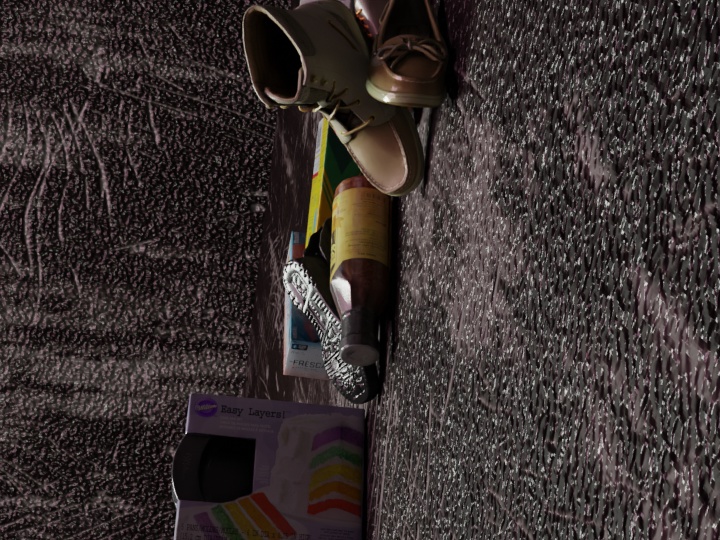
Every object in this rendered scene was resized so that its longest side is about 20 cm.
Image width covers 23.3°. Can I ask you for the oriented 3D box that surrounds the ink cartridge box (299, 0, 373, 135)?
[{"bbox_3d":[-0.013,-0.224,1.771,0.201,0.067,0.117,-82,-31,-48],"label":"ink cartridge box"}]

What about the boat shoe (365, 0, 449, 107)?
[{"bbox_3d":[0.044,-0.202,1.567,0.201,0.072,0.064,-82,-3,-63],"label":"boat shoe"}]

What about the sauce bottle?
[{"bbox_3d":[0.000,0.000,1.754,0.066,0.065,0.202,106,170,-53],"label":"sauce bottle"}]

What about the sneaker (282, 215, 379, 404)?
[{"bbox_3d":[-0.010,0.037,1.809,0.060,0.104,0.201,-42,71,40],"label":"sneaker"}]

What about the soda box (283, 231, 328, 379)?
[{"bbox_3d":[-0.063,0.042,2.226,0.201,0.063,0.069,-92,11,-45],"label":"soda box"}]

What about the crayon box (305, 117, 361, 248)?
[{"bbox_3d":[-0.033,-0.087,2.150,0.127,0.050,0.202,176,100,-83],"label":"crayon box"}]

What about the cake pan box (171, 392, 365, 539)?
[{"bbox_3d":[-0.095,0.220,1.790,0.053,0.198,0.185,101,174,-49],"label":"cake pan box"}]

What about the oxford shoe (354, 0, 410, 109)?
[{"bbox_3d":[0.026,-0.236,1.713,0.071,0.072,0.202,137,138,-78],"label":"oxford shoe"}]

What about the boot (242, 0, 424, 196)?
[{"bbox_3d":[-0.026,-0.152,1.579,0.201,0.072,0.154,63,-155,4],"label":"boot"}]
